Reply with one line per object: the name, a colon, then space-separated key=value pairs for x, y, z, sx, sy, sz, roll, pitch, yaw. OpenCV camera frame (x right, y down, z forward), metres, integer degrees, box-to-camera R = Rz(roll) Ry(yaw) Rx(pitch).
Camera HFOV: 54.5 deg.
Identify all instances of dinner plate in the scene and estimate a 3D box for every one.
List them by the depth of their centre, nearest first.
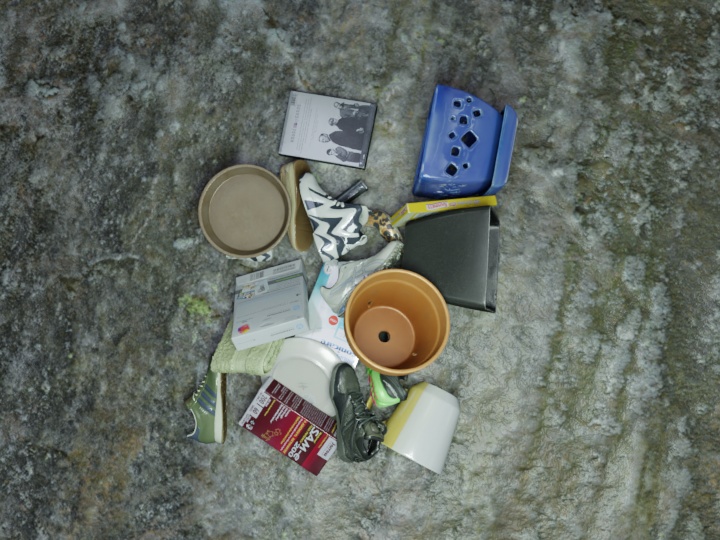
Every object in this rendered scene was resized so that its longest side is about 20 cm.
dinner plate: x=-0.121 y=0.236 z=1.471 sx=0.200 sy=0.024 sz=0.201 roll=6 pitch=113 yaw=14

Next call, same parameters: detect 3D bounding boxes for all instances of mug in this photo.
mug: x=0.115 y=0.305 z=1.430 sx=0.186 sy=0.149 sz=0.153 roll=30 pitch=79 yaw=-12

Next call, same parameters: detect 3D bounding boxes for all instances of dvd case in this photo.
dvd case: x=-0.073 y=-0.315 z=1.565 sx=0.200 sy=0.025 sz=0.151 roll=11 pitch=86 yaw=7

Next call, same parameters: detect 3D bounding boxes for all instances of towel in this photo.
towel: x=-0.224 y=0.133 z=1.467 sx=0.148 sy=0.037 sz=0.200 roll=-1 pitch=47 yaw=23

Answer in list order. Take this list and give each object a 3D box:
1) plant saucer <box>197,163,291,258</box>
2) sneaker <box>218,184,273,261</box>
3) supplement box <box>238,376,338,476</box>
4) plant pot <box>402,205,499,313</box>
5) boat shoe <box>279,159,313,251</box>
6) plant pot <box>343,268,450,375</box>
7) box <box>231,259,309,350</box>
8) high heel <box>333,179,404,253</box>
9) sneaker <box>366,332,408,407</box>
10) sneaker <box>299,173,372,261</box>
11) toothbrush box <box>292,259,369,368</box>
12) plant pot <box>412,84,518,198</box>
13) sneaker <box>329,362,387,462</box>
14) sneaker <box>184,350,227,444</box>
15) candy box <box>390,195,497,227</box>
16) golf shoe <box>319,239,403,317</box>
plant saucer: x=-0.243 y=-0.125 z=1.483 sx=0.200 sy=0.029 sz=0.201 roll=0 pitch=87 yaw=3
sneaker: x=-0.265 y=-0.114 z=1.534 sx=0.129 sy=0.079 sz=0.200 roll=-7 pitch=94 yaw=-4
supplement box: x=-0.141 y=0.326 z=1.464 sx=0.200 sy=0.061 sz=0.109 roll=33 pitch=112 yaw=1
plant pot: x=0.186 y=-0.020 z=1.437 sx=0.177 sy=0.200 sz=0.200 roll=2 pitch=85 yaw=16
boat shoe: x=-0.142 y=-0.139 z=1.540 sx=0.064 sy=0.071 sz=0.201 roll=-6 pitch=83 yaw=40
plant pot: x=0.059 y=0.112 z=1.351 sx=0.200 sy=0.140 sz=0.201 roll=3 pitch=71 yaw=-9
box: x=-0.187 y=0.068 z=1.464 sx=0.156 sy=0.200 sz=0.041 roll=-16 pitch=126 yaw=4
high heel: x=0.000 y=-0.082 z=1.514 sx=0.142 sy=0.071 sz=0.200 roll=-37 pitch=74 yaw=1
sneaker: x=0.057 y=0.199 z=1.448 sx=0.084 sy=0.077 sz=0.200 roll=-1 pitch=45 yaw=-7
sneaker: x=-0.046 y=-0.126 z=1.457 sx=0.129 sy=0.080 sz=0.199 roll=-17 pitch=64 yaw=-1
toothbrush box: x=-0.038 y=0.090 z=1.493 sx=0.146 sy=0.085 sz=0.200 roll=22 pitch=88 yaw=7
plant pot: x=0.216 y=-0.248 z=1.451 sx=0.179 sy=0.200 sz=0.200 roll=11 pitch=85 yaw=0
sneaker: x=-0.001 y=0.280 z=1.391 sx=0.114 sy=0.076 sz=0.200 roll=-16 pitch=77 yaw=47
sneaker: x=-0.337 y=0.274 z=1.508 sx=0.090 sy=0.067 sz=0.201 roll=-1 pitch=88 yaw=0
candy box: x=0.172 y=-0.123 z=1.452 sx=0.200 sy=0.102 sz=0.026 roll=-7 pitch=81 yaw=-19
golf shoe: x=0.000 y=0.000 z=1.420 sx=0.097 sy=0.078 sz=0.200 roll=42 pitch=87 yaw=14
